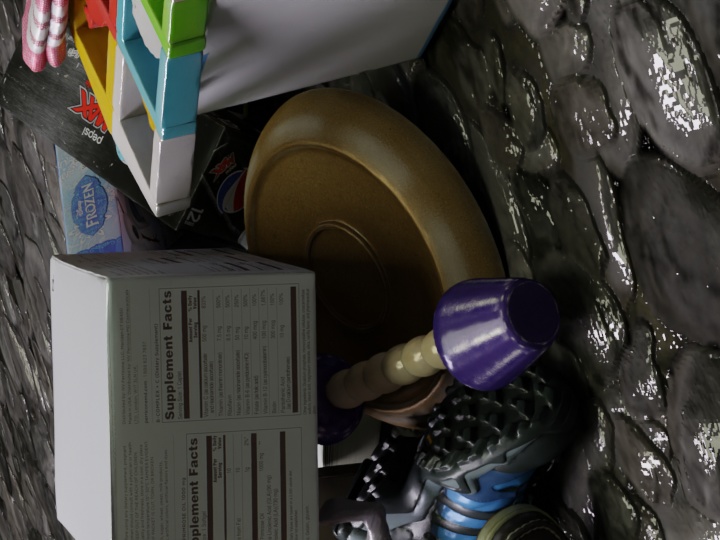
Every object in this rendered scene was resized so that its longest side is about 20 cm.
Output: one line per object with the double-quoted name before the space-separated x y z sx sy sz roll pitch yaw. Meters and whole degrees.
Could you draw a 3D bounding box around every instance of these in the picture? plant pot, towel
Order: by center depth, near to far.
"towel" -0.167 -0.215 1.146 0.200 0.030 0.147 105 156 -58
"plant pot" 0.000 0.000 1.232 0.199 0.027 0.201 29 134 36

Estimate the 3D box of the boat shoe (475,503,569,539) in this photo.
"boat shoe" 0.115 0.212 1.138 0.065 0.073 0.201 6 120 62

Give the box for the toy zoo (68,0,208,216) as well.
"toy zoo" -0.112 -0.119 1.109 0.201 0.020 0.132 103 146 -55

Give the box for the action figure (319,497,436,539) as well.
"action figure" 0.055 0.228 1.169 0.193 0.104 0.201 45 -166 -34

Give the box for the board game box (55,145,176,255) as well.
"board game box" -0.140 -0.003 1.500 0.200 0.043 0.200 60 -167 -46

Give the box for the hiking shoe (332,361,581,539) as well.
"hiking shoe" 0.068 0.108 1.190 0.086 0.075 0.200 32 146 -14

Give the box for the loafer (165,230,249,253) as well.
"loafer" -0.087 0.003 1.443 0.201 0.072 0.073 -86 -20 -59

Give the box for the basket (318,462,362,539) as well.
"basket" -0.003 0.218 1.337 0.136 0.179 0.202 169 96 -70

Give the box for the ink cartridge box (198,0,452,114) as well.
"ink cartridge box" -0.050 -0.208 1.121 0.147 0.145 0.201 122 129 -65

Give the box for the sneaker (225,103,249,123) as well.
"sneaker" -0.102 -0.107 1.433 0.083 0.071 0.200 -54 42 18

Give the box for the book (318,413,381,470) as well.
"book" -0.025 0.036 1.408 0.201 0.048 0.134 92 159 -43

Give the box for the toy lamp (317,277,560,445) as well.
"toy lamp" 0.031 0.046 1.158 0.200 0.058 0.059 -27 80 56

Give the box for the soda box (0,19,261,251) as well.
"soda box" -0.133 -0.087 1.356 0.200 0.063 0.071 34 101 40

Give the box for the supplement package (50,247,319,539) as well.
"supplement package" -0.099 0.072 1.220 0.200 0.110 0.157 -166 75 -74
